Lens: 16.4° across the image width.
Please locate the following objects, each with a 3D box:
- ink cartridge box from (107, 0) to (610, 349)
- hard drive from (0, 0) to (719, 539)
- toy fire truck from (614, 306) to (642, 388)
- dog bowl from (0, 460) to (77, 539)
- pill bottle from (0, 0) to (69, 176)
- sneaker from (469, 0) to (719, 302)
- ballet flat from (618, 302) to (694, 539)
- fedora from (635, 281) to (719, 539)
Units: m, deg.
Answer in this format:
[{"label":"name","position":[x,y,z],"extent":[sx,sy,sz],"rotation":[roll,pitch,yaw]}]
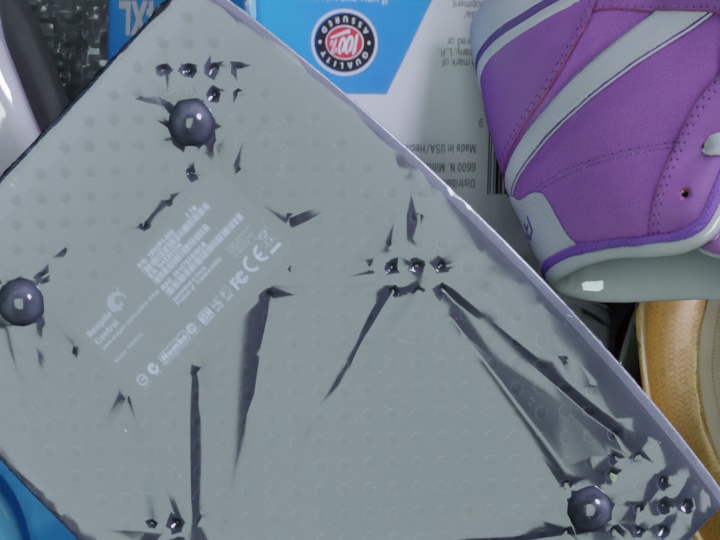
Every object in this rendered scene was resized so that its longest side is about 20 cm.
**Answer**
[{"label":"ink cartridge box","position":[0.000,0.000,0.762],"extent":[0.145,0.084,0.202],"rotation":[-2,97,-38]},{"label":"hard drive","position":[-0.015,0.034,0.671],"extent":[0.200,0.042,0.135],"rotation":[44,91,-7]},{"label":"toy fire truck","position":[0.159,-0.032,0.808],"extent":[0.199,0.049,0.142],"rotation":[-28,95,3]},{"label":"dog bowl","position":[-0.133,0.121,0.719],"extent":[0.111,0.050,0.202],"rotation":[2,101,-11]},{"label":"pill bottle","position":[-0.191,-0.022,0.776],"extent":[0.199,0.114,0.115],"rotation":[-21,95,2]},{"label":"sneaker","position":[0.123,-0.058,0.657],"extent":[0.200,0.072,0.115],"rotation":[-34,51,32]},{"label":"ballet flat","position":[0.107,0.078,0.767],"extent":[0.069,0.069,0.202],"rotation":[-1,87,0]},{"label":"fedora","position":[0.177,0.024,0.716],"extent":[0.199,0.082,0.202],"rotation":[3,83,-26]}]
